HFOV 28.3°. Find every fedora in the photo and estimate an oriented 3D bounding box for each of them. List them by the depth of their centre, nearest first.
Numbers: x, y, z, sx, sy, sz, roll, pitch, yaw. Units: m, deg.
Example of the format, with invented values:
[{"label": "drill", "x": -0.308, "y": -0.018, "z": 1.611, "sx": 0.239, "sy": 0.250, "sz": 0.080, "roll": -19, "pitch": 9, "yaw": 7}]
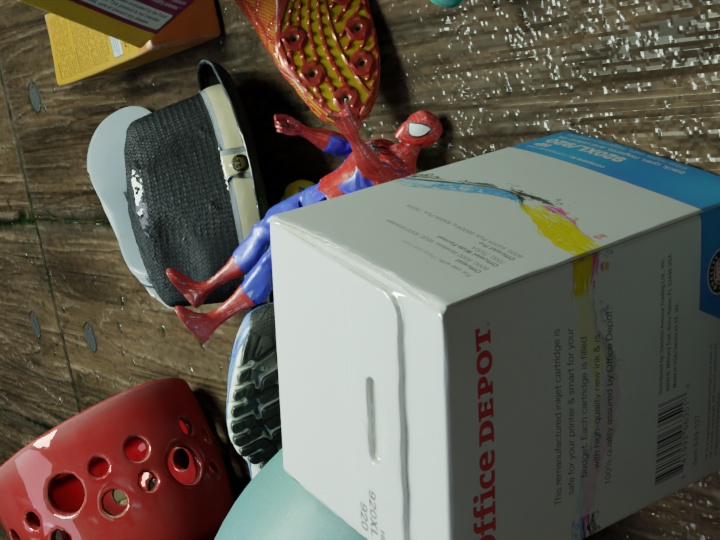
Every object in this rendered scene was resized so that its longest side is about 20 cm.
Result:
[{"label": "fedora", "x": -0.122, "y": -0.047, "z": 1.036, "sx": 0.200, "sy": 0.090, "sz": 0.204, "roll": 167, "pitch": 90, "yaw": -79}]

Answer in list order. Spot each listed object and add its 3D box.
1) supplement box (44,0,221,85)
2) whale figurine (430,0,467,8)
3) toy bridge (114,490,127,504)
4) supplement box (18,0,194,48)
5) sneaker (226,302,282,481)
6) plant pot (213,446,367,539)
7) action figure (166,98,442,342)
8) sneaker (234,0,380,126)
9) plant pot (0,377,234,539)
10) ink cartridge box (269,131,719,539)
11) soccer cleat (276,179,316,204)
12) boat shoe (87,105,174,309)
[{"label": "supplement box", "x": -0.187, "y": -0.196, "z": 1.139, "sx": 0.199, "sy": 0.066, "sz": 0.070, "roll": -7, "pitch": 99, "yaw": 58}, {"label": "whale figurine", "x": 0.032, "y": -0.214, "z": 0.741, "sx": 0.199, "sy": 0.103, "sz": 0.161, "roll": 27, "pitch": 127, "yaw": 50}, {"label": "toy bridge", "x": -0.201, "y": 0.256, "z": 1.422, "sx": 0.199, "sy": 0.027, "sz": 0.068, "roll": 19, "pitch": 121, "yaw": 54}, {"label": "supplement box", "x": -0.120, "y": -0.245, "z": 0.860, "sx": 0.199, "sy": 0.131, "sz": 0.104, "roll": -36, "pitch": 70, "yaw": 19}, {"label": "sneaker", "x": -0.061, "y": 0.088, "z": 0.954, "sx": 0.201, "sy": 0.078, "sz": 0.090, "roll": 89, "pitch": 157, "yaw": -49}, {"label": "plant pot", "x": 0.005, "y": 0.173, "z": 0.824, "sx": 0.200, "sy": 0.198, "sz": 0.190, "roll": 46, "pitch": 129, "yaw": 36}, {"label": "action figure", "x": -0.044, "y": -0.050, "z": 0.869, "sx": 0.099, "sy": 0.199, "sz": 0.066, "roll": 51, "pitch": -171, "yaw": -38}, {"label": "sneaker", "x": -0.042, "y": -0.174, "z": 0.934, "sx": 0.202, "sy": 0.072, "sz": 0.077, "roll": 62, "pitch": 171, "yaw": 23}, {"label": "plant pot", "x": -0.200, "y": 0.220, "z": 1.242, "sx": 0.184, "sy": 0.199, "sz": 0.200, "roll": 62, "pitch": 147, "yaw": 10}, {"label": "ink cartridge box", "x": 0.075, "y": 0.035, "z": 0.702, "sx": 0.144, "sy": 0.198, "sz": 0.149, "roll": 26, "pitch": 126, "yaw": 50}, {"label": "soccer cleat", "x": 0.000, "y": 0.001, "z": 0.948, "sx": 0.065, "sy": 0.083, "sz": 0.201, "roll": 60, "pitch": -178, "yaw": -41}, {"label": "boat shoe", "x": -0.168, "y": -0.046, "z": 1.180, "sx": 0.087, "sy": 0.074, "sz": 0.203, "roll": 69, "pitch": 176, "yaw": -49}]
